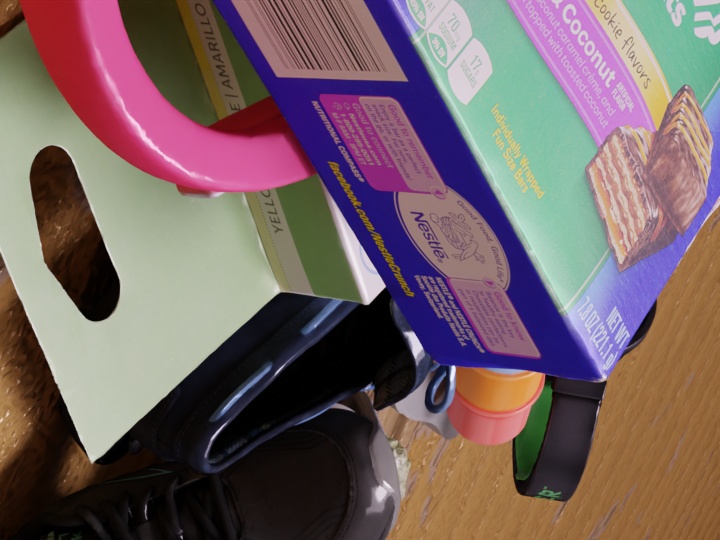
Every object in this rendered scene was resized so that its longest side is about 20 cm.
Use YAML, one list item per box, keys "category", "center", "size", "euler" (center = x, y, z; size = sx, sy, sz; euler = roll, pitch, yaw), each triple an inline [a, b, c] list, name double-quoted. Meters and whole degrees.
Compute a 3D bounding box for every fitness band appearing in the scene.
- category: "fitness band"
  center: [-0.022, -0.105, 0.698]
  size: [0.200, 0.037, 0.144]
  euler: [-34, 122, -42]

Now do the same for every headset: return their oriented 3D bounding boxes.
- category: "headset"
  center: [0.093, 0.012, 1.164]
  size: [0.124, 0.093, 0.201]
  euler: [-178, -81, -86]

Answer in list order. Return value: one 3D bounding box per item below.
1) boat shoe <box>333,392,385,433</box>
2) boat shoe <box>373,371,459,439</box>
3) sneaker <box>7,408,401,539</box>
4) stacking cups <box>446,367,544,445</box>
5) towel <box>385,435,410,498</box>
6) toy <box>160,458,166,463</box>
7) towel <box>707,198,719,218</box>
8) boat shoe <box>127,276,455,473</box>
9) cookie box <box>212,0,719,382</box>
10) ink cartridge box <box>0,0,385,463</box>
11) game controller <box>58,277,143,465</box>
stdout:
- category: "boat shoe"
  center: [-0.022, 0.093, 1.078]
  size: [0.200, 0.073, 0.066]
  euler: [-107, -149, -77]
- category: "boat shoe"
  center: [0.020, 0.034, 1.136]
  size: [0.071, 0.063, 0.200]
  euler: [-56, 163, -9]
- category: "sneaker"
  center: [-0.072, 0.110, 0.888]
  size: [0.199, 0.076, 0.079]
  euler: [-28, 160, 31]
- category: "stacking cups"
  center: [0.062, 0.015, 1.039]
  size: [0.061, 0.060, 0.200]
  euler: [-48, 165, -28]
- category: "towel"
  center: [-0.070, 0.137, 0.974]
  size: [0.036, 0.148, 0.200]
  euler: [40, 81, -32]
- category: "toy"
  center: [0.000, 0.000, 0.943]
  size: [0.200, 0.047, 0.115]
  euler: [-47, -175, 17]
- category: "towel"
  center: [0.116, -0.080, 1.065]
  size: [0.030, 0.200, 0.147]
  euler: [43, 76, -31]
- category: "boat shoe"
  center: [0.001, 0.026, 0.847]
  size: [0.199, 0.069, 0.084]
  euler: [-29, 140, -26]
- category: "cookie box"
  center: [0.062, -0.097, 0.714]
  size: [0.200, 0.075, 0.172]
  euler: [-55, 131, -29]
- category: "ink cartridge box"
  center: [-0.033, -0.049, 0.760]
  size: [0.200, 0.048, 0.146]
  euler: [-46, 129, -39]
- category: "game controller"
  center: [-0.046, -0.016, 0.884]
  size: [0.200, 0.042, 0.104]
  euler: [-52, 175, -19]
